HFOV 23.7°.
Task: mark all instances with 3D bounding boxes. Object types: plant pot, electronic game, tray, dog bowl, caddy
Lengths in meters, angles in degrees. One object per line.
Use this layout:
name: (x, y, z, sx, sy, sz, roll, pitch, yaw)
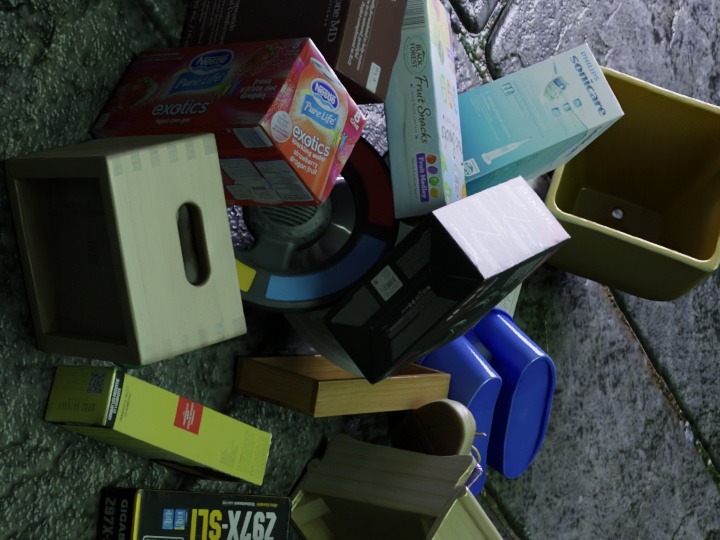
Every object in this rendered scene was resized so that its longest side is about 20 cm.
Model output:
plant pot: (0.298, -0.073, 1.916, 0.200, 0.194, 0.195, 106, 4, -66)
electronic game: (-0.064, -0.055, 1.494, 0.042, 0.199, 0.201, 101, 12, -61)
tray: (-0.014, 0.106, 1.602, 0.199, 0.098, 0.037, 3, 99, -52)
dog bowl: (0.000, 0.000, 1.580, 0.199, 0.059, 0.201, 31, 38, -28)
caddy: (0.113, 0.131, 1.733, 0.141, 0.105, 0.201, -21, 134, -33)

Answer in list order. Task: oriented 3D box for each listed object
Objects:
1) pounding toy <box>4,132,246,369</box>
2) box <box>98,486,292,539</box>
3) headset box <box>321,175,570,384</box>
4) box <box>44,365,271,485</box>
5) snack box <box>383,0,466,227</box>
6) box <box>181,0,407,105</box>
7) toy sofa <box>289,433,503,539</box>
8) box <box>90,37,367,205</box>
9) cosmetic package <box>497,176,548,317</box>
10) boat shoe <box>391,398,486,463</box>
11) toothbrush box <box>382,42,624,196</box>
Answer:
pounding toy: (-0.174, -0.003, 1.358, 0.141, 0.183, 0.202, -17, 103, -38)
box: (-0.144, 0.270, 1.480, 0.199, 0.049, 0.161, 13, 77, -51)
headset box: (0.080, 0.004, 1.475, 0.077, 0.149, 0.200, 52, 30, 10)
box: (-0.165, 0.131, 1.434, 0.200, 0.075, 0.051, 30, 66, -46)
snack box: (0.055, -0.141, 1.522, 0.142, 0.052, 0.202, 13, 72, -77)
box: (-0.063, -0.194, 1.465, 0.075, 0.199, 0.101, 29, 67, -47)
toy sofa: (0.035, 0.223, 1.585, 0.098, 0.199, 0.083, -54, 128, -30)
box: (-0.109, -0.119, 1.406, 0.100, 0.199, 0.096, 52, 54, -37)
cosmetic package: (0.122, -0.026, 1.800, 0.103, 0.073, 0.201, 40, 59, -44)
boat shoe: (0.068, 0.183, 1.652, 0.062, 0.200, 0.074, -16, 64, -33)
toothbrush box: (0.136, -0.130, 1.693, 0.199, 0.146, 0.086, -23, 81, -23)
